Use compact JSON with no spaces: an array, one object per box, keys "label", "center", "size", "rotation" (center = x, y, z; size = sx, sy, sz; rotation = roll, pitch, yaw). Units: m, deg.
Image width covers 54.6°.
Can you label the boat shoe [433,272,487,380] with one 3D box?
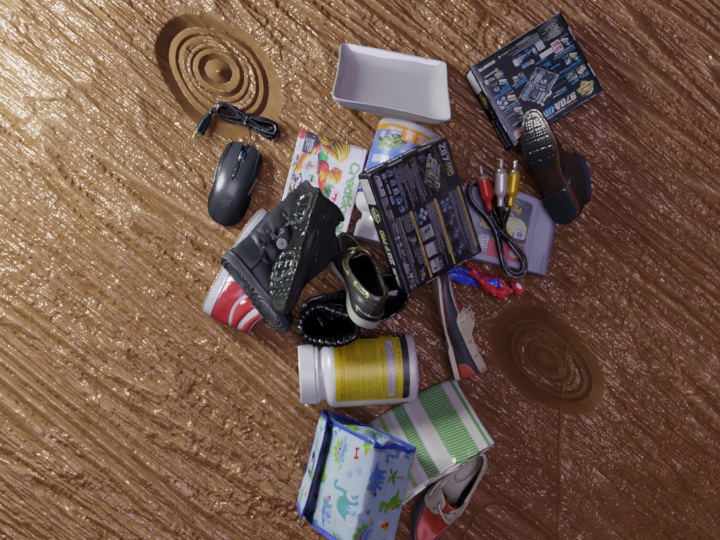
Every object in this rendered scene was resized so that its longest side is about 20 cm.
[{"label":"boat shoe","center":[0.168,0.092,1.191],"size":[0.061,0.071,0.205],"rotation":[-14,109,5]}]

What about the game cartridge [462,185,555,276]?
[{"label":"game cartridge","center":[0.248,-0.077,1.238],"size":[0.194,0.041,0.137],"rotation":[12,84,-4]}]

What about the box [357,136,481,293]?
[{"label":"box","center":[0.099,-0.090,1.125],"size":[0.158,0.049,0.205],"rotation":[-27,107,-20]}]

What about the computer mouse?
[{"label":"computer mouse","center":[-0.233,-0.190,1.197],"size":[0.137,0.046,0.204],"rotation":[25,87,-5]}]

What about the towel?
[{"label":"towel","center":[0.109,0.286,1.186],"size":[0.197,0.024,0.154],"rotation":[-29,54,-3]}]

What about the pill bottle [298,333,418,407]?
[{"label":"pill bottle","center":[-0.006,0.169,1.171],"size":[0.194,0.114,0.118],"rotation":[-3,88,-5]}]

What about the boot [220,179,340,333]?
[{"label":"boot","center":[-0.108,-0.024,1.149],"size":[0.200,0.065,0.166],"rotation":[-45,107,-25]}]

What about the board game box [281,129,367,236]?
[{"label":"board game box","center":[-0.071,-0.127,1.214],"size":[0.123,0.035,0.206],"rotation":[14,87,-5]}]

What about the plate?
[{"label":"plate","center":[0.053,-0.312,1.180],"size":[0.193,0.033,0.203],"rotation":[9,43,-4]}]

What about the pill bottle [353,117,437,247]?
[{"label":"pill bottle","center":[0.055,-0.143,1.186],"size":[0.109,0.112,0.206],"rotation":[17,86,-4]}]

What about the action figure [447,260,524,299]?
[{"label":"action figure","center":[0.192,0.010,1.216],"size":[0.194,0.066,0.053],"rotation":[17,103,-3]}]

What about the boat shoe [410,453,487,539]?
[{"label":"boat shoe","center":[0.152,0.389,1.196],"size":[0.070,0.063,0.202],"rotation":[35,87,-4]}]

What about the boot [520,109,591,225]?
[{"label":"boot","center":[0.344,-0.188,1.223],"size":[0.096,0.074,0.205],"rotation":[-25,98,-44]}]

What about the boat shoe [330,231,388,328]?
[{"label":"boat shoe","center":[0.000,0.000,1.113],"size":[0.070,0.204,0.061],"rotation":[9,128,-27]}]

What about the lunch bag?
[{"label":"lunch bag","center":[-0.025,0.335,1.135],"size":[0.125,0.198,0.175],"rotation":[20,85,-37]}]

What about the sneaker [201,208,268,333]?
[{"label":"sneaker","center":[-0.177,0.006,1.184],"size":[0.111,0.071,0.204],"rotation":[29,94,1]}]

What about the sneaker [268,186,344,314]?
[{"label":"sneaker","center":[-0.077,-0.023,1.091],"size":[0.090,0.075,0.205],"rotation":[29,76,-35]}]

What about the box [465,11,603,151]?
[{"label":"box","center":[0.309,-0.336,1.244],"size":[0.197,0.046,0.161],"rotation":[-32,91,-5]}]

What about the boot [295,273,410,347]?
[{"label":"boot","center":[-0.006,0.066,1.151],"size":[0.206,0.158,0.082],"rotation":[-19,93,-4]}]

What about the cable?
[{"label":"cable","center":[0.236,-0.085,1.194],"size":[0.094,0.050,0.206],"rotation":[-8,87,-4]}]
